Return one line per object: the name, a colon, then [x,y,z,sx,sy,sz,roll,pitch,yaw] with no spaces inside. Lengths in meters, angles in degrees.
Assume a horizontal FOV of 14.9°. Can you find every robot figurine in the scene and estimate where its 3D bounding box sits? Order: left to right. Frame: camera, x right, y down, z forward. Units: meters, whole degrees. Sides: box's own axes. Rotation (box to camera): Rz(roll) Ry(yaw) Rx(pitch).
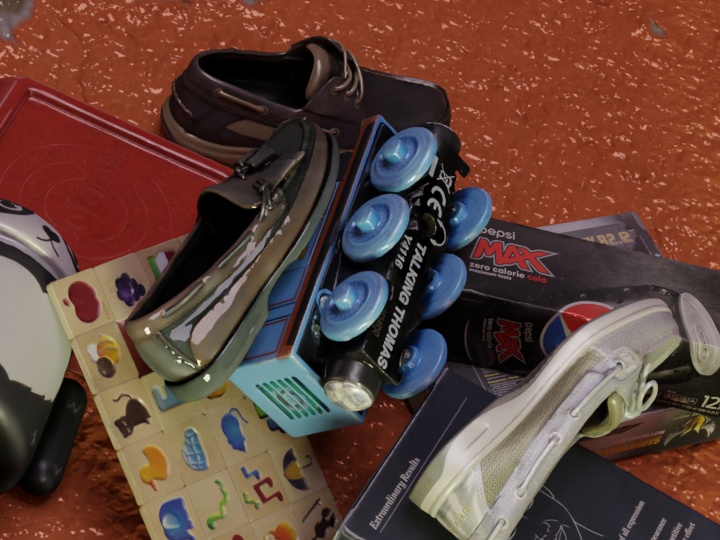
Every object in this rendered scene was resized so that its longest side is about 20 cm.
robot figurine: [-0.225,0.049,1.536,0.124,0.151,0.200,8,45,8]

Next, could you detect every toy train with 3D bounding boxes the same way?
toy train: [0.000,0.000,1.593,0.087,0.114,0.201,45,48,-34]

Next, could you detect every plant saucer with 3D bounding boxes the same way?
plant saucer: [-0.171,-0.031,1.693,0.199,0.037,0.200,24,45,2]

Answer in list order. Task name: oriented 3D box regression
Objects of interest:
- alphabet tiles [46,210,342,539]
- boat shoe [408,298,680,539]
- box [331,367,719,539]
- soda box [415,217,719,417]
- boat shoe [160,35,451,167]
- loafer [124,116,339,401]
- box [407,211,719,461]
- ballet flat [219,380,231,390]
alphabet tiles: [-0.079,0.078,1.575,0.167,0.008,0.201,-21,87,-45]
boat shoe: [0.113,0.086,1.523,0.065,0.075,0.202,45,53,13]
box: [0.088,0.178,1.551,0.200,0.107,0.149,31,46,7]
soda box: [0.136,0.026,1.669,0.199,0.063,0.071,12,46,-9]
boat shoe: [-0.028,-0.108,1.791,0.199,0.073,0.075,-3,51,-23]
loafer: [-0.071,-0.020,1.567,0.063,0.072,0.200,44,51,-26]
box: [0.119,0.048,1.722,0.199,0.048,0.159,-10,53,-28]
ballet flat: [-0.064,0.019,1.658,0.071,0.071,0.200,28,47,6]
